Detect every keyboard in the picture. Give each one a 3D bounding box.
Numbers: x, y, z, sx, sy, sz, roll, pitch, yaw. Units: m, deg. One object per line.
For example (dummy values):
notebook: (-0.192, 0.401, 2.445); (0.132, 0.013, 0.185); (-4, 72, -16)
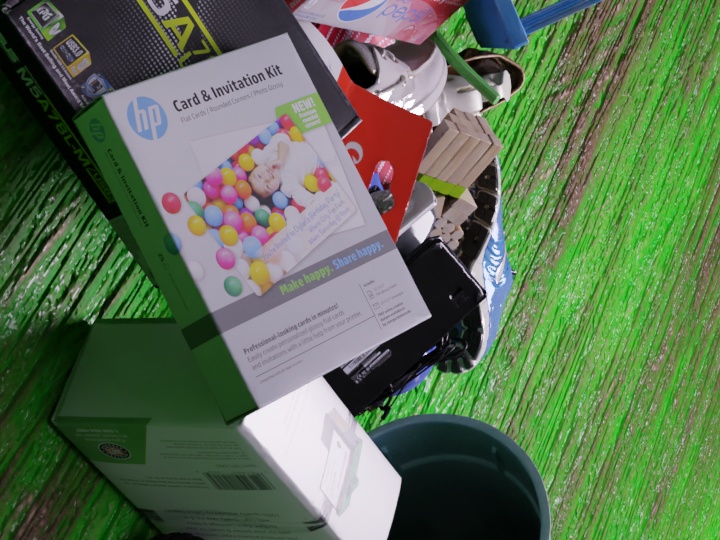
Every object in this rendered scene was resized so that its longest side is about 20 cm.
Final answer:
keyboard: (0.002, 0.062, 1.356); (0.200, 0.040, 0.104); (-41, 128, 0)

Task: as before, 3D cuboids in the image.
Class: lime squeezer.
lime squeezer: (0.053, -0.204, 1.481); (0.071, 0.038, 0.200); (30, 28, -38)

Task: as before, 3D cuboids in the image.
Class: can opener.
can opener: (-0.021, 0.005, 1.300); (0.200, 0.053, 0.067); (-37, 123, -17)

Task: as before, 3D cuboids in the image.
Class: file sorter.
file sorter: (0.133, -0.261, 1.440); (0.200, 0.122, 0.139); (-119, -175, -82)

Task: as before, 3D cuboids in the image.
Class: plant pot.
plant pot: (0.073, 0.243, 1.429); (0.196, 0.199, 0.201); (58, 43, -54)

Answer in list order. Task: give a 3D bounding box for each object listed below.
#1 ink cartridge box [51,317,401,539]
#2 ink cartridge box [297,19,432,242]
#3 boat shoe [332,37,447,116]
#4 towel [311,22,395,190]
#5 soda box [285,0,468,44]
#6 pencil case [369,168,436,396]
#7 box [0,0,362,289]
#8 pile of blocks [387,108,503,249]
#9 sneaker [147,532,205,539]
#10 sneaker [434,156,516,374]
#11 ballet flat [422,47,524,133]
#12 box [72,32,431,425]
ink cartridge box: (-0.081, 0.119, 1.193); (0.200, 0.146, 0.085); (55, 43, -45)
ink cartridge box: (-0.047, -0.091, 1.244); (0.199, 0.047, 0.161); (26, 60, -14)
boat shoe: (0.002, -0.140, 1.366); (0.200, 0.071, 0.070); (-44, 131, -46)
towel: (0.003, -0.134, 1.457); (0.145, 0.022, 0.200); (-61, 139, -39)
soda box: (0.006, -0.214, 1.309); (0.064, 0.070, 0.200); (58, 25, 16)
pencil case: (0.000, 0.000, 1.396); (0.087, 0.078, 0.201); (-60, 138, -49)
box: (-0.114, -0.122, 1.149); (0.193, 0.047, 0.200); (-44, 107, -37)
pile of blocks: (0.047, -0.056, 1.461); (0.200, 0.082, 0.062); (106, -30, -41)
sneaker: (-0.149, 0.262, 1.171); (0.088, 0.075, 0.200); (79, 33, -47)
sneaker: (0.089, -0.015, 1.568); (0.089, 0.078, 0.201); (-8, 103, -70)
ballet flat: (0.078, -0.142, 1.492); (0.200, 0.072, 0.068); (-27, 114, -56)
box: (-0.061, -0.029, 1.098); (0.156, 0.041, 0.201); (-25, 87, -42)
